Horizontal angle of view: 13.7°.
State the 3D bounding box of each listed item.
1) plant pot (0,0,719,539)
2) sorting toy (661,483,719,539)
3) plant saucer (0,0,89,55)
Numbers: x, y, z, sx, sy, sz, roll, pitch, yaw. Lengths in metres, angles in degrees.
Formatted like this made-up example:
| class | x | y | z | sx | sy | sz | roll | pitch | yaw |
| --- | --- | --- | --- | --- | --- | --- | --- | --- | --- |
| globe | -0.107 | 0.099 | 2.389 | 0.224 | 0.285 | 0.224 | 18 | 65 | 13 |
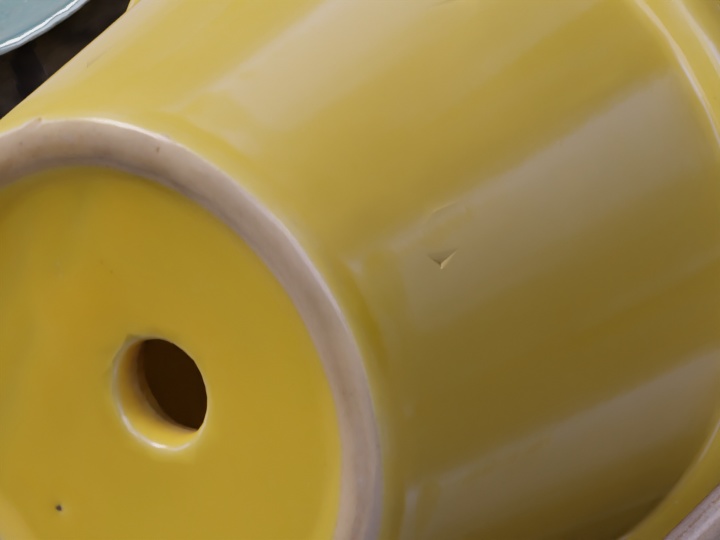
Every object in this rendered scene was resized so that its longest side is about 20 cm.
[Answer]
| class | x | y | z | sx | sy | sz | roll | pitch | yaw |
| --- | --- | --- | --- | --- | --- | --- | --- | --- | --- |
| plant pot | 0.000 | 0.000 | 0.709 | 0.200 | 0.189 | 0.202 | 12 | 115 | 28 |
| sorting toy | 0.152 | 0.073 | 0.734 | 0.200 | 0.185 | 0.036 | -48 | 48 | -1 |
| plant saucer | -0.134 | -0.151 | 0.869 | 0.199 | 0.036 | 0.201 | -1 | 84 | 9 |
